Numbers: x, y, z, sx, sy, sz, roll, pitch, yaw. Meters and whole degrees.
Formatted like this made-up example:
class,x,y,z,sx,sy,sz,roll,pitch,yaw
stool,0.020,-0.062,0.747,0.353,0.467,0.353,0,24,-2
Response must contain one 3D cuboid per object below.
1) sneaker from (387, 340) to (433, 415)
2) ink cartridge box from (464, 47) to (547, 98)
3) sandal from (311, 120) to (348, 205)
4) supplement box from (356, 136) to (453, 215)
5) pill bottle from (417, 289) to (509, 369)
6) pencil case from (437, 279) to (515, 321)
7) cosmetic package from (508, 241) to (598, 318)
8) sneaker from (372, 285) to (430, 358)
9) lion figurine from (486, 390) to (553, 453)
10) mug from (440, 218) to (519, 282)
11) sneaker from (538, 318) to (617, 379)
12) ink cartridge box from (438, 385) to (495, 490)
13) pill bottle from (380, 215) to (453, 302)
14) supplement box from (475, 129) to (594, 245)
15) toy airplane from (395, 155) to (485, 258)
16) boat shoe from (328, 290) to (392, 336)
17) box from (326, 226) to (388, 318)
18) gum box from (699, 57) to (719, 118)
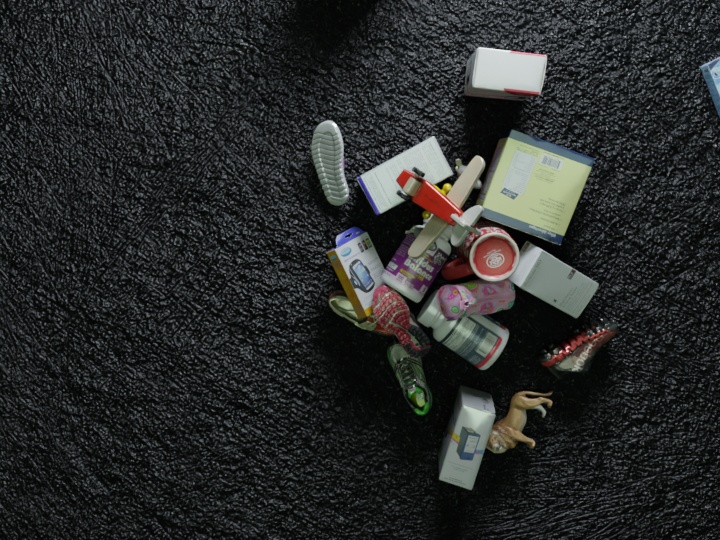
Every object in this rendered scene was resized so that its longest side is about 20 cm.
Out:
class,x,y,z,sx,sy,sz,roll,pitch,yaw
sneaker,0.128,0.263,1.574,0.078,0.085,0.201,-26,95,8
ink cartridge box,0.309,-0.424,1.392,0.147,0.200,0.086,6,100,3
sandal,-0.069,-0.257,1.527,0.082,0.050,0.204,2,112,19
supplement box,0.104,-0.221,1.490,0.199,0.101,0.104,-29,96,8
pill bottle,0.242,0.136,1.527,0.200,0.120,0.120,34,100,-1
pencil case,0.267,0.063,1.457,0.199,0.087,0.088,-6,102,-39
cosmetic package,0.445,0.023,1.482,0.199,0.074,0.102,24,101,-27
sneaker,0.089,0.120,1.519,0.080,0.075,0.200,-32,109,3
lion figurine,0.389,0.368,1.586,0.122,0.072,0.201,23,86,13
mug,0.282,-0.025,1.458,0.133,0.200,0.178,31,100,-2
sneaker,0.536,0.195,1.539,0.200,0.071,0.098,-34,95,11
ink cartridge box,0.256,0.401,1.555,0.087,0.145,0.201,18,101,3
pill bottle,0.143,-0.035,1.506,0.112,0.112,0.201,32,91,-1
supplement box,0.388,-0.191,1.456,0.199,0.134,0.201,20,100,1
toy airplane,0.185,-0.137,1.391,0.199,0.141,0.200,-9,86,21
boat shoe,0.013,0.109,1.570,0.199,0.063,0.071,26,98,-2
box,0.000,0.000,1.528,0.041,0.119,0.201,-22,97,48
gum box,0.885,-0.405,1.431,0.169,0.045,0.201,-25,97,8
